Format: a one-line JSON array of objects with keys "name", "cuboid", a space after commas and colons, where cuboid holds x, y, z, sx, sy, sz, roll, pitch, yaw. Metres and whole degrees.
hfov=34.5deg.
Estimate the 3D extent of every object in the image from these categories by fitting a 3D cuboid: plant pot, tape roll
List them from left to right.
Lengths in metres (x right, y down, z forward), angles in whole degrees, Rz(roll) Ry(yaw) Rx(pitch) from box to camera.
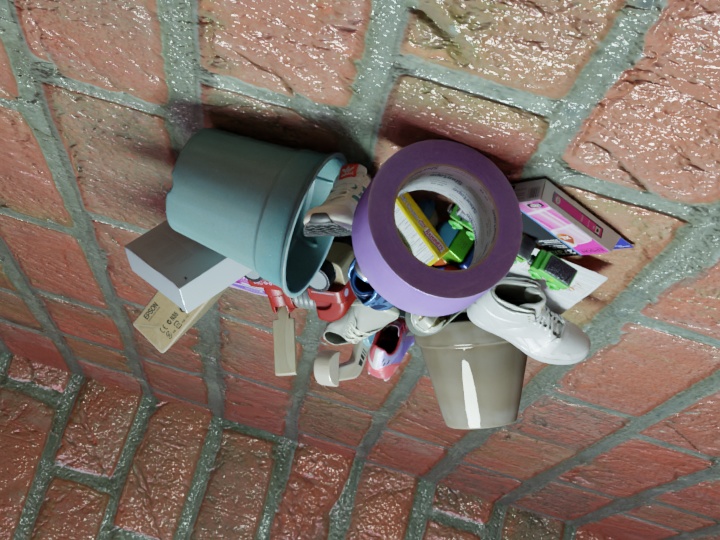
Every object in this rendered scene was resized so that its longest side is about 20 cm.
[{"name": "plant pot", "cuboid": [-0.144, -0.091, 1.559, 0.194, 0.202, 0.201, 20, 163, 14]}, {"name": "tape roll", "cuboid": [0.093, -0.052, 1.425, 0.197, 0.203, 0.085, 20, 160, -9]}, {"name": "plant pot", "cuboid": [0.188, 0.158, 1.868, 0.196, 0.177, 0.200, -5, -177, 0]}]

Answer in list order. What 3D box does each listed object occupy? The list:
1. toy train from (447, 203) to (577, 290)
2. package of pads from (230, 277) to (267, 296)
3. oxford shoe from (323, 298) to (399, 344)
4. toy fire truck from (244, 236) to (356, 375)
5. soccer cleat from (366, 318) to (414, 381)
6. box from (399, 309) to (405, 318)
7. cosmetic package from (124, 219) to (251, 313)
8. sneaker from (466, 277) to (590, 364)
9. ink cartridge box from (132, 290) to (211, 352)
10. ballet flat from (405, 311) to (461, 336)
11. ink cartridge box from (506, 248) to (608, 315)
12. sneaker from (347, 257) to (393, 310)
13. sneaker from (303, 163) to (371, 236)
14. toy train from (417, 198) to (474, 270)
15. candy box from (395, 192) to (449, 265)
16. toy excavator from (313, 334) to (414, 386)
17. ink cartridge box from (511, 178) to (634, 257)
[{"name": "toy train", "cuboid": [0.204, -0.035, 1.562, 0.198, 0.042, 0.056, 32, 171, -4]}, {"name": "package of pads", "cuboid": [-0.182, -0.010, 1.976, 0.197, 0.077, 0.121, 15, 163, 6]}, {"name": "oxford shoe", "cuboid": [0.000, 0.085, 1.846, 0.075, 0.059, 0.199, 27, 158, -22]}, {"name": "toy fire truck", "cuboid": [-0.084, 0.049, 1.737, 0.174, 0.129, 0.202, 8, 131, 27]}, {"name": "soccer cleat", "cuboid": [0.064, 0.093, 1.904, 0.066, 0.201, 0.077, 21, 138, 13]}, {"name": "box", "cuboid": [0.000, 0.000, 1.832, 0.197, 0.087, 0.164, 7, 158, 27]}, {"name": "cosmetic package", "cuboid": [-0.218, -0.038, 1.678, 0.150, 0.199, 0.052, 30, 144, 42]}, {"name": "sneaker", "cuboid": [0.263, 0.075, 1.707, 0.197, 0.075, 0.116, 21, 157, -6]}, {"name": "ink cartridge box", "cuboid": [-0.252, 0.015, 1.840, 0.075, 0.165, 0.200, 42, 123, -2]}, {"name": "ballet flat", "cuboid": [0.116, 0.051, 1.720, 0.067, 0.064, 0.200, 41, 135, -3]}, {"name": "ink cartridge box", "cuboid": [0.252, 0.003, 1.711, 0.160, 0.051, 0.200, 21, 151, -10]}, {"name": "sneaker", "cuboid": [0.016, 0.012, 1.632, 0.074, 0.082, 0.201, 47, 161, 15]}, {"name": "sneaker", "cuboid": [-0.025, -0.093, 1.510, 0.069, 0.095, 0.199, -2, -179, 20]}, {"name": "toy train", "cuboid": [0.089, -0.042, 1.672, 0.115, 0.085, 0.199, 41, 162, -17]}, {"name": "candy box", "cuboid": [0.058, -0.041, 1.604, 0.103, 0.026, 0.200, 52, 163, 1]}, {"name": "toy excavator", "cuboid": [0.013, 0.126, 1.994, 0.099, 0.203, 0.194, 0, 156, 39]}, {"name": "ink cartridge box", "cuboid": [0.265, -0.058, 1.526, 0.199, 0.038, 0.094, 28, 159, -36]}]
